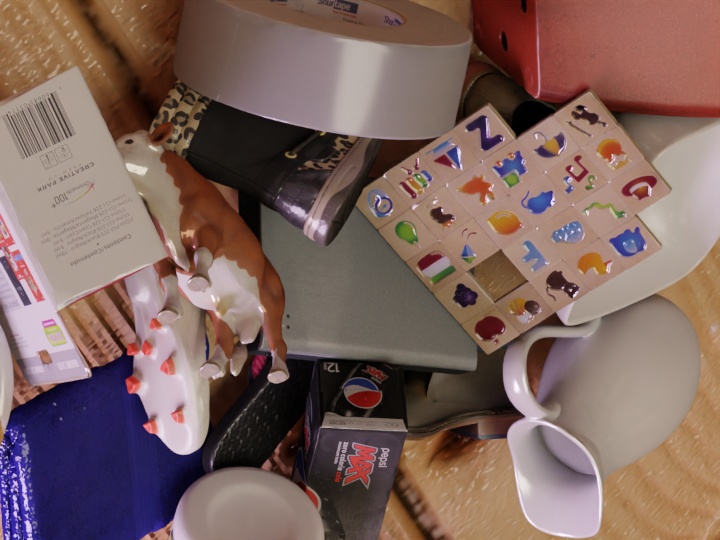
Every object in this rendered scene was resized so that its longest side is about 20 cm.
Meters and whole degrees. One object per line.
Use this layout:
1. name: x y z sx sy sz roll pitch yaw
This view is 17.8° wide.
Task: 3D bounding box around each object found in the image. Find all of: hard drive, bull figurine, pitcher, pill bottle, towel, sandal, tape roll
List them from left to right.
1. towel: -0.184 0.132 1.651 0.199 0.049 0.149 -28 122 -46
2. bull figurine: -0.107 -0.008 1.542 0.065 0.122 0.200 -22 138 20
3. pill bottle: -0.099 0.250 1.720 0.112 0.113 0.201 -12 140 -27
4. sandal: -0.057 0.075 1.737 0.200 0.045 0.075 -49 133 -13
5. tape roll: -0.026 -0.150 1.568 0.199 0.200 0.067 3 109 -32
6. hard drive: 0.000 0.000 1.711 0.199 0.033 0.141 7 75 -36
7. pitcher: 0.185 0.085 1.822 0.200 0.120 0.173 -48 128 -41

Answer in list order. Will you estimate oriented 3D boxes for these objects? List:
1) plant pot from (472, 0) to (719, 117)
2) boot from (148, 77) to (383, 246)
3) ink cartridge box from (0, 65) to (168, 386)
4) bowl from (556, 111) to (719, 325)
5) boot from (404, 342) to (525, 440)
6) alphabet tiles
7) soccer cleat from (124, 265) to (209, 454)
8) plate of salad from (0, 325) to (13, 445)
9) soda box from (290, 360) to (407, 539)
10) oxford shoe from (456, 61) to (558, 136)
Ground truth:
1. plant pot: 0.182 -0.221 1.681 0.175 0.200 0.202 -12 116 -14
2. boot: -0.062 -0.099 1.626 0.150 0.200 0.074 24 120 0
3. ink cartridge box: -0.200 -0.023 1.482 0.083 0.200 0.177 -27 95 -19
4. bowl: 0.223 -0.064 1.770 0.199 0.075 0.201 -19 144 -44
5. boot: 0.048 0.082 1.806 0.199 0.074 0.098 1 93 -34
6. alphabet tiles: 0.118 -0.044 1.676 0.199 0.008 0.167 -33 110 26
7. soccer cleat: -0.131 0.028 1.618 0.077 0.069 0.202 -9 81 -40
8. plate of salad: -0.314 0.090 1.484 0.199 0.048 0.202 -12 115 -27
9. soda box: -0.014 0.154 1.730 0.070 0.064 0.201 3 138 -9
10. oxford shoe: 0.145 -0.089 1.771 0.199 0.075 0.071 29 92 -45
